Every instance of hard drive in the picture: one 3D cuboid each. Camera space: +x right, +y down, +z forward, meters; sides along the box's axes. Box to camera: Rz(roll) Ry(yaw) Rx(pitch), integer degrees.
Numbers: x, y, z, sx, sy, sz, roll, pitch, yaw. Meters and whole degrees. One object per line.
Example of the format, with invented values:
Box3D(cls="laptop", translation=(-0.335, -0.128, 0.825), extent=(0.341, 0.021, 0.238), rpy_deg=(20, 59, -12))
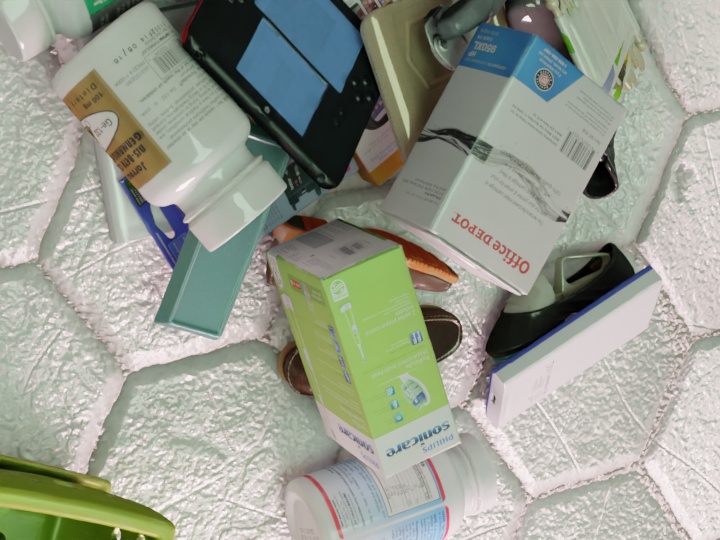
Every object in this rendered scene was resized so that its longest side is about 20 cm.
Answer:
Box3D(cls="hard drive", translation=(0.218, 0.081, 1.801), extent=(0.200, 0.025, 0.132), rpy_deg=(-32, 159, -13))
Box3D(cls="hard drive", translation=(-0.180, -0.136, 1.590), extent=(0.131, 0.026, 0.201), rpy_deg=(-15, 109, -23))

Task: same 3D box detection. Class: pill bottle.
Box3D(cls="pill bottle", translation=(-0.229, -0.268, 1.481), extent=(0.200, 0.113, 0.113), rpy_deg=(-35, 116, -15))
Box3D(cls="pill bottle", translation=(-0.160, -0.120, 1.491), extent=(0.114, 0.114, 0.200), rpy_deg=(-41, 97, -12))
Box3D(cls="pill bottle", translation=(0.032, 0.231, 1.748), extent=(0.199, 0.109, 0.109), rpy_deg=(-16, 110, -23))

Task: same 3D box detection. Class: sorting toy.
Box3D(cls="sorting toy", translation=(0.086, -0.176, 1.664), extent=(0.200, 0.036, 0.186), rpy_deg=(-28, 103, -46))

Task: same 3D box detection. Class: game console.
Box3D(cls="game console", translation=(-0.061, -0.194, 1.539), extent=(0.200, 0.031, 0.177), rpy_deg=(44, 44, -26))

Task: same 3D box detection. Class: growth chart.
Box3D(cls="growth chart", translation=(0.239, -0.236, 1.720), extent=(0.145, 0.018, 0.200), rpy_deg=(65, 31, -19))

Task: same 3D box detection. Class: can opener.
Box3D(cls="can opener", translation=(0.118, -0.259, 1.645), extent=(0.053, 0.066, 0.200), rpy_deg=(55, 43, -22))

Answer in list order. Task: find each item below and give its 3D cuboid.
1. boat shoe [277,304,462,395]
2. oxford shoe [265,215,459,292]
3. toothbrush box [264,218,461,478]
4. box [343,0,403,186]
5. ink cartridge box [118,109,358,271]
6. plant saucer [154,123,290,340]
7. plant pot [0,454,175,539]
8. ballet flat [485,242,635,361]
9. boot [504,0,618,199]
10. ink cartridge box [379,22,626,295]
Box3D(cls="boat shoe", translation=(0.020, 0.086, 1.727), extent=(0.199, 0.070, 0.071), rpy_deg=(-17, 107, -24))
Box3D(cls="oxford shoe", translation=(0.000, 0.000, 1.701), extent=(0.199, 0.071, 0.073), rpy_deg=(13, 107, -21))
Box3D(cls="toothbrush box", translation=(0.001, 0.068, 1.594), extent=(0.086, 0.146, 0.201), rpy_deg=(-22, 108, -18))
Box3D(cls="box", translation=(0.003, -0.195, 1.663), extent=(0.119, 0.041, 0.200), rpy_deg=(-40, 115, -13))
Box3D(cls="ink cartridge box", translation=(-0.109, -0.089, 1.601), extent=(0.200, 0.042, 0.120), rpy_deg=(-35, 119, -12))
Box3D(cls="plant saucer", translation=(-0.120, -0.034, 1.580), extent=(0.070, 0.019, 0.201), rpy_deg=(17, 97, -32))
Box3D(cls="plant pot", translation=(-0.305, 0.268, 1.544), extent=(0.198, 0.181, 0.201), rpy_deg=(17, 95, -29))
Box3D(cls="ballet flat", translation=(0.201, 0.025, 1.811), extent=(0.200, 0.068, 0.069), rpy_deg=(-26, 104, -30))
Box3D(cls="boot", translation=(0.206, -0.174, 1.703), extent=(0.070, 0.132, 0.200), rpy_deg=(-23, 128, 26))
Box3D(cls="ink cartridge box", translation=(0.130, -0.100, 1.581), extent=(0.144, 0.084, 0.201), rpy_deg=(32, 85, -39))
